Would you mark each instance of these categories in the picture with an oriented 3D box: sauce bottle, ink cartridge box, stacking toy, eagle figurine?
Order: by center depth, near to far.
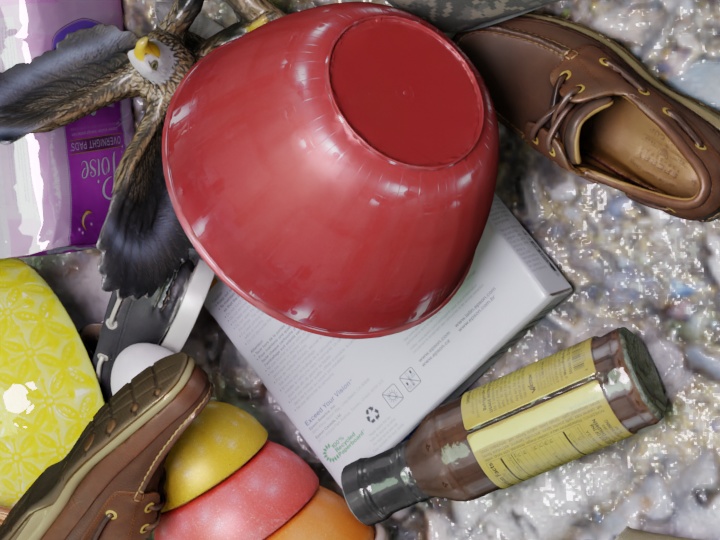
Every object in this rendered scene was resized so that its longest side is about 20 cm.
[{"bbox_3d":[0.082,0.097,1.338,0.200,0.065,0.065,-23,86,21],"label":"sauce bottle"},{"bbox_3d":[-0.132,-0.102,1.344,0.200,0.151,0.152,-49,49,-4],"label":"eagle figurine"},{"bbox_3d":[-0.087,0.130,1.377,0.146,0.146,0.200,-25,102,29],"label":"stacking toy"},{"bbox_3d":[0.000,0.000,1.393,0.200,0.041,0.200,-44,76,27],"label":"ink cartridge box"}]

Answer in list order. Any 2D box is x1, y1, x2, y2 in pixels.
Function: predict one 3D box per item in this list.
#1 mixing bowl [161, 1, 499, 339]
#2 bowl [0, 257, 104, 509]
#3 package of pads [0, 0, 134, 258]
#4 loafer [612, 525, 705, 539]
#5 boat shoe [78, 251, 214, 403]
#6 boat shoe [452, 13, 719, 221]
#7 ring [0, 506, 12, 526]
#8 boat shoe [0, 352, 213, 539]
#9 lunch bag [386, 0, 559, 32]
[{"bbox_3d":[0.001,-0.074,1.245,0.200,0.200,0.108,57,143,10],"label":"mixing bowl"},{"bbox_3d":[-0.254,0.097,1.459,0.200,0.108,0.200,33,132,46],"label":"bowl"},{"bbox_3d":[-0.203,-0.109,1.441,0.076,0.120,0.200,-3,96,29],"label":"package of pads"},{"bbox_3d":[0.171,0.183,1.309,0.200,0.076,0.068,-20,94,30],"label":"loafer"},{"bbox_3d":[-0.152,0.052,1.435,0.060,0.074,0.200,26,140,-7],"label":"boat shoe"},{"bbox_3d":[0.132,-0.091,1.284,0.200,0.068,0.072,31,111,21],"label":"boat shoe"},{"bbox_3d":[-0.217,0.200,1.469,0.200,0.200,0.019,2,59,28],"label":"ring"},{"bbox_3d":[-0.143,0.125,1.325,0.068,0.072,0.200,37,119,-11],"label":"boat shoe"},{"bbox_3d":[0.090,-0.248,1.253,0.200,0.139,0.168,-18,61,30],"label":"lunch bag"}]
